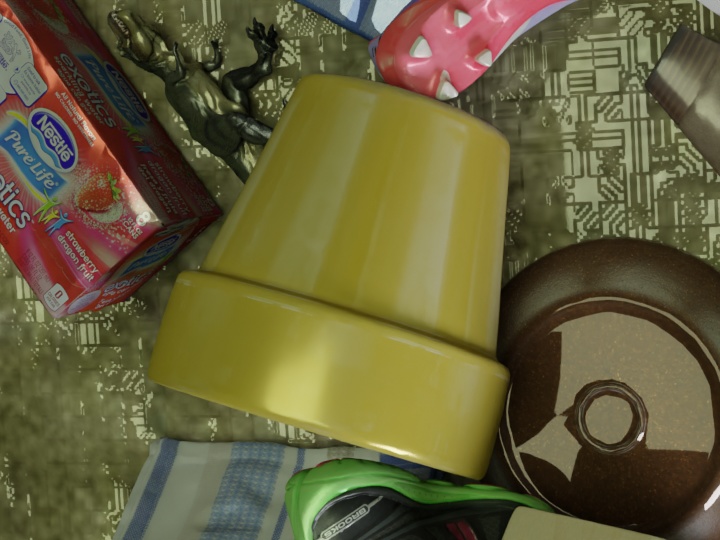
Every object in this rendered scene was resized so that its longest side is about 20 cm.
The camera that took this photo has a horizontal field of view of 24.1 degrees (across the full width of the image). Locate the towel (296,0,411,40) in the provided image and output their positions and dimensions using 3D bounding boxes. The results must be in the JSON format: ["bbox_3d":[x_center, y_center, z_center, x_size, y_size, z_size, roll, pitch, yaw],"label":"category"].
[{"bbox_3d":[0.020,-0.240,0.996,0.146,0.024,0.202,30,105,16],"label":"towel"}]

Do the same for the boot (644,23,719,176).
[{"bbox_3d":[0.254,-0.128,0.914,0.145,0.070,0.201,31,101,6],"label":"boot"}]

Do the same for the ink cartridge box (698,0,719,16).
[{"bbox_3d":[0.291,-0.181,0.868,0.175,0.045,0.201,31,85,-11],"label":"ink cartridge box"}]

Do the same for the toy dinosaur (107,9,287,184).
[{"bbox_3d":[-0.075,-0.096,1.042,0.088,0.047,0.201,-39,82,33],"label":"toy dinosaur"}]

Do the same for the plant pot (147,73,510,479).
[{"bbox_3d":[0.000,0.000,0.956,0.199,0.201,0.191,15,84,18],"label":"plant pot"}]

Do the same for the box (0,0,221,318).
[{"bbox_3d":[-0.192,-0.081,1.057,0.099,0.095,0.201,-39,82,19],"label":"box"}]

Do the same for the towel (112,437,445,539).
[{"bbox_3d":[-0.057,0.158,1.016,0.198,0.148,0.024,0,131,18],"label":"towel"}]

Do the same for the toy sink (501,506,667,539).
[{"bbox_3d":[0.146,0.236,0.925,0.111,0.200,0.131,6,64,43],"label":"toy sink"}]

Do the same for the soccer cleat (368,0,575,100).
[{"bbox_3d":[0.091,-0.166,0.948,0.199,0.076,0.067,-37,118,-8],"label":"soccer cleat"}]

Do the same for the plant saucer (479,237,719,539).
[{"bbox_3d":[0.148,0.083,0.982,0.198,0.037,0.203,2,96,19],"label":"plant saucer"}]

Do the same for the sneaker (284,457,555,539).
[{"bbox_3d":[0.039,0.159,0.940,0.076,0.198,0.085,-23,59,52],"label":"sneaker"}]
